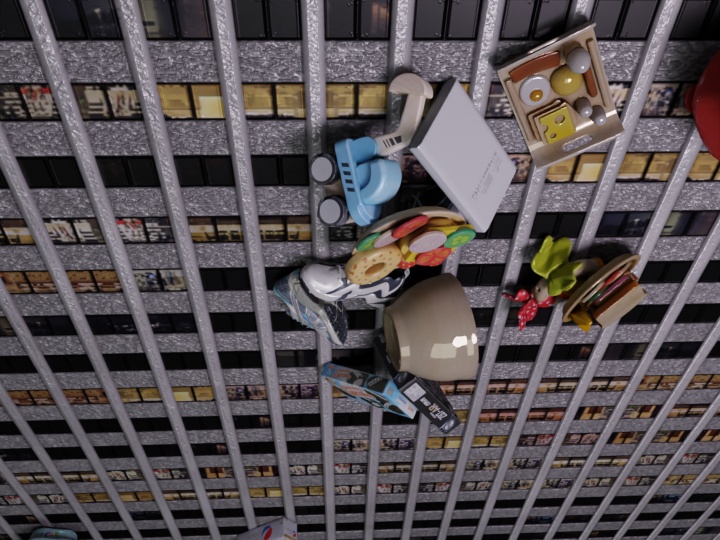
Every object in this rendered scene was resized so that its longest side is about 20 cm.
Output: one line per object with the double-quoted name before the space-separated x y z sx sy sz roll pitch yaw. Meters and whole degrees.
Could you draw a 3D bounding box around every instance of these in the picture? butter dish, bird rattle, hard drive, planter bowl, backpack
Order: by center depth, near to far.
"butter dish" 0.543 -0.246 0.894 0.201 0.147 0.199 -54 128 -11
"hard drive" 0.163 -0.171 0.955 0.026 0.133 0.200 7 152 49
"planter bowl" 0.118 0.116 1.156 0.133 0.201 0.201 -11 136 -10
"bird rattle" 0.377 0.035 1.186 0.161 0.113 0.201 -8 140 -19
"backpack" -0.941 0.868 1.883 0.176 0.152 0.200 15 139 -21

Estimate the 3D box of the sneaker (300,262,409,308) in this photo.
"sneaker" 0.000 0.000 1.128 0.197 0.080 0.130 18 138 -20

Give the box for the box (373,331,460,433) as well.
"box" 0.118 0.231 1.303 0.043 0.161 0.200 -38 129 6

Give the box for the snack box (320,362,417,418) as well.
"snack box" 0.017 0.258 1.348 0.199 0.037 0.116 6 148 46

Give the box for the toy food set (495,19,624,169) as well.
"toy food set" 0.300 -0.251 0.922 0.142 0.061 0.200 -23 131 18

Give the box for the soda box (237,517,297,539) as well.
"soda box" -0.295 0.845 1.959 0.199 0.064 0.068 -30 129 23

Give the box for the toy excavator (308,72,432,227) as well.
"toy excavator" 0.028 -0.173 0.937 0.198 0.197 0.100 -12 179 25

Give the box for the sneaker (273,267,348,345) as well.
"sneaker" -0.095 0.075 1.223 0.086 0.078 0.201 -15 127 28

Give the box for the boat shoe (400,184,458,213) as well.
"boat shoe" 0.103 -0.100 1.058 0.067 0.072 0.200 23 136 -25

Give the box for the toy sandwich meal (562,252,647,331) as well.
"toy sandwich meal" 0.465 0.050 1.170 0.204 0.070 0.206 -31 156 -16

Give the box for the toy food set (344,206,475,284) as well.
"toy food set" 0.077 -0.040 0.996 0.198 0.049 0.198 -5 156 -23
